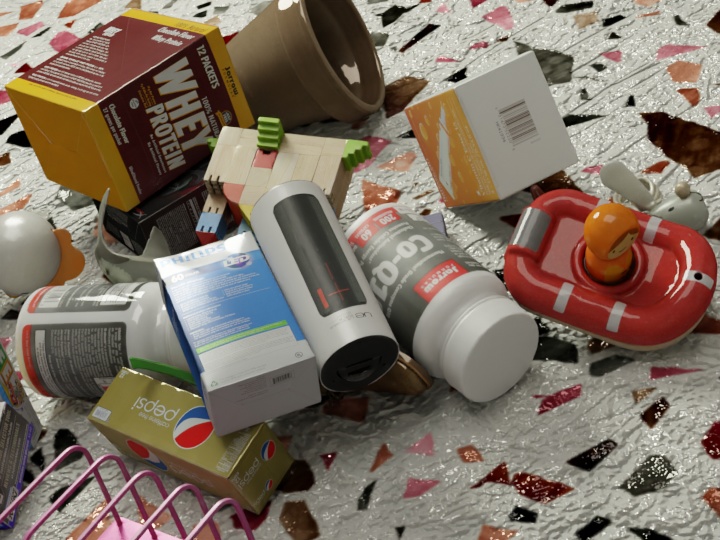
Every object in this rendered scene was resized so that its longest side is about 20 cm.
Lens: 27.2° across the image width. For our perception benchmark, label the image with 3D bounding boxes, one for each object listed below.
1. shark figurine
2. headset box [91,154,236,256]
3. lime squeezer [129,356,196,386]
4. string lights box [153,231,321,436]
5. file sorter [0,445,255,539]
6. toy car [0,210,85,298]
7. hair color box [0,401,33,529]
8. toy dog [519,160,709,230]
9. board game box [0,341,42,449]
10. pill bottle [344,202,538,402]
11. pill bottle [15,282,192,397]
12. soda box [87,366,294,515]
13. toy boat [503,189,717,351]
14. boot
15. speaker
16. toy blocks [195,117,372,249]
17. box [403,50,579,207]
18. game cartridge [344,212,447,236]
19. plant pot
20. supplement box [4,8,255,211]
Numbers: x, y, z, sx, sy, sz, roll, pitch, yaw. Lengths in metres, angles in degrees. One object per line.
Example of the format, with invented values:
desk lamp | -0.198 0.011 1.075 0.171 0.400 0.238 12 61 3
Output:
shark figurine | -0.229 -0.014 1.582 0.127 0.214 0.091 -12 62 36
headset box | -0.204 -0.100 1.783 0.199 0.078 0.148 -33 37 -20
lime squeezer | -0.119 0.085 1.445 0.198 0.071 0.038 -20 -6 -12
string lights box | -0.117 0.053 1.380 0.102 0.059 0.201 -17 40 -12
file sorter | -0.194 0.245 1.247 0.198 0.126 0.139 12 44 36
toy car | -0.421 -0.008 1.719 0.197 0.179 0.185 14 21 -4
hair color box | -0.427 0.194 1.450 0.197 0.065 0.111 -5 59 19
toy dog | 0.245 -0.063 1.511 0.198 0.097 0.132 -27 37 -13
board game box | -0.416 0.101 1.483 0.133 0.202 0.034 -7 35 13
pill bottle | 0.071 0.030 1.425 0.113 0.115 0.200 -32 47 -21
pill bottle | -0.242 0.071 1.523 0.197 0.117 0.116 -2 37 21
soda box | -0.161 0.158 1.396 0.199 0.068 0.064 17 62 39
toy boat | 0.233 -0.015 1.379 0.198 0.131 0.132 19 66 15
boot | -0.016 0.105 1.430 0.198 0.074 0.076 7 55 42
speaker | -0.035 0.014 1.392 0.080 0.082 0.201 -21 55 -6
toy blocks | -0.097 -0.082 1.638 0.197 0.100 0.138 7 59 16
box | 0.135 -0.146 1.582 0.097 0.126 0.200 -25 5 -11
game cartridge | 0.000 0.000 1.591 0.197 0.039 0.130 -14 38 5
plant pot | -0.089 -0.258 1.880 0.173 0.201 0.201 -24 29 24
supplement box | -0.273 -0.196 1.763 0.199 0.134 0.196 -38 35 -26
